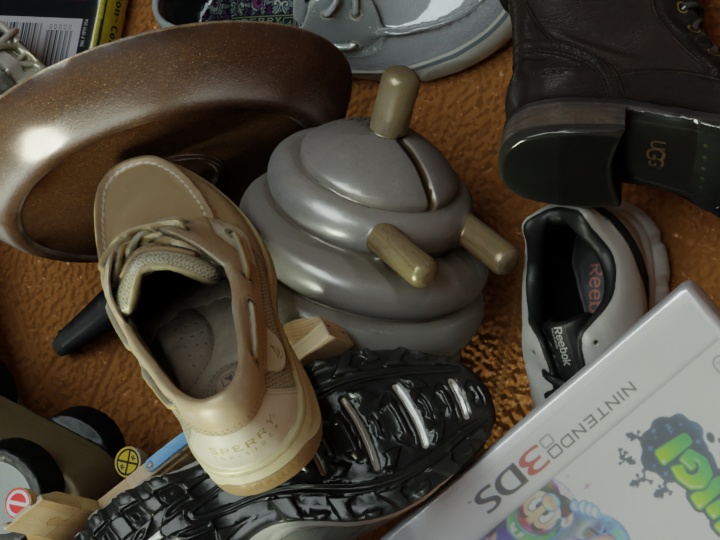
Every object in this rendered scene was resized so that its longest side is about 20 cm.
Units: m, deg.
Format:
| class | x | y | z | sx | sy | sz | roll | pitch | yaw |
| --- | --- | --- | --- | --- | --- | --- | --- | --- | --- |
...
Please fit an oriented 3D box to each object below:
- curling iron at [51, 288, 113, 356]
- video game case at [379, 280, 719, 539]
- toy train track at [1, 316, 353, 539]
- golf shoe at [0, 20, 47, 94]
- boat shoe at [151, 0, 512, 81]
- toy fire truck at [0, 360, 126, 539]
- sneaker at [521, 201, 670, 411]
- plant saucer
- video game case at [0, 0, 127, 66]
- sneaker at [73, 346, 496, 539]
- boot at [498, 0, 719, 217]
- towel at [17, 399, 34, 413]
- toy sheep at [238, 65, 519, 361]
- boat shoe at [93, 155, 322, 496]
| class | x | y | z | sx | sy | sz | roll | pitch | yaw |
| --- | --- | --- | --- | --- | --- | --- | --- | --- | --- |
| curling iron | -0.116 | 0.005 | 1.112 | 0.200 | 0.049 | 0.026 | 144 | 125 | -60 |
| video game case | 0.135 | 0.137 | 0.953 | 0.182 | 0.024 | 0.200 | -41 | 85 | 16 |
| toy train track | -0.090 | 0.078 | 0.997 | 0.200 | 0.115 | 0.033 | -38 | 63 | 15 |
| golf shoe | -0.182 | -0.081 | 1.178 | 0.199 | 0.077 | 0.088 | 10 | 115 | 29 |
| boat shoe | -0.014 | -0.131 | 1.114 | 0.200 | 0.071 | 0.070 | -5 | 77 | 29 |
| toy fire truck | -0.232 | 0.143 | 1.090 | 0.176 | 0.129 | 0.201 | 26 | 107 | 13 |
| sneaker | 0.100 | 0.062 | 1.001 | 0.073 | 0.080 | 0.201 | -13 | 75 | 25 |
| plant saucer | -0.095 | -0.052 | 1.068 | 0.200 | 0.200 | 0.032 | -28 | 68 | 22 |
| video game case | -0.207 | -0.185 | 1.268 | 0.199 | 0.025 | 0.182 | 6 | 82 | 32 |
| sneaker | -0.033 | 0.096 | 0.985 | 0.200 | 0.079 | 0.074 | -29 | 73 | 8 |
| boot | 0.144 | -0.110 | 1.009 | 0.199 | 0.069 | 0.175 | 6 | 53 | -3 |
| towel | -0.183 | 0.149 | 1.148 | 0.200 | 0.031 | 0.149 | 39 | 101 | 12 |
| toy sheep | 0.000 | 0.000 | 1.039 | 0.138 | 0.138 | 0.201 | 35 | 119 | 31 |
| boat shoe | -0.075 | 0.007 | 0.951 | 0.072 | 0.065 | 0.200 | -31 | 44 | 3 |
